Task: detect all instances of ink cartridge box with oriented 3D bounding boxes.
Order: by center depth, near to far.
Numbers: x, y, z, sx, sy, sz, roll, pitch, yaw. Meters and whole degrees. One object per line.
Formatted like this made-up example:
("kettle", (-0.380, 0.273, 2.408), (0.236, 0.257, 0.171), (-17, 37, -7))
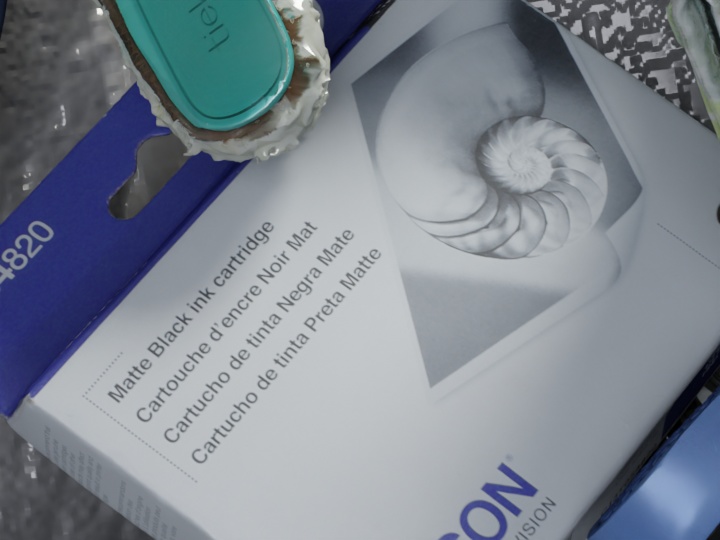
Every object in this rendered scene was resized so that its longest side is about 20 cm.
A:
("ink cartridge box", (0.000, 0.000, 0.751), (0.200, 0.041, 0.200), (34, 66, 14))

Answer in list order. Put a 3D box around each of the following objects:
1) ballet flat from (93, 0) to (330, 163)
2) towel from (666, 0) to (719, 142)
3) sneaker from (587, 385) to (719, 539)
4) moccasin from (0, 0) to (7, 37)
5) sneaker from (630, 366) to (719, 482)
("ballet flat", (-0.066, -0.118, 0.737), (0.071, 0.072, 0.201), (-25, 83, 7))
("towel", (0.157, -0.064, 0.709), (0.048, 0.200, 0.172), (-11, 118, 39))
("sneaker", (0.146, 0.050, 0.730), (0.078, 0.200, 0.070), (48, 135, 12))
("moccasin", (-0.118, -0.123, 0.799), (0.068, 0.080, 0.201), (20, 84, -17))
("sneaker", (0.103, 0.080, 0.778), (0.071, 0.098, 0.201), (-25, 89, 11))
